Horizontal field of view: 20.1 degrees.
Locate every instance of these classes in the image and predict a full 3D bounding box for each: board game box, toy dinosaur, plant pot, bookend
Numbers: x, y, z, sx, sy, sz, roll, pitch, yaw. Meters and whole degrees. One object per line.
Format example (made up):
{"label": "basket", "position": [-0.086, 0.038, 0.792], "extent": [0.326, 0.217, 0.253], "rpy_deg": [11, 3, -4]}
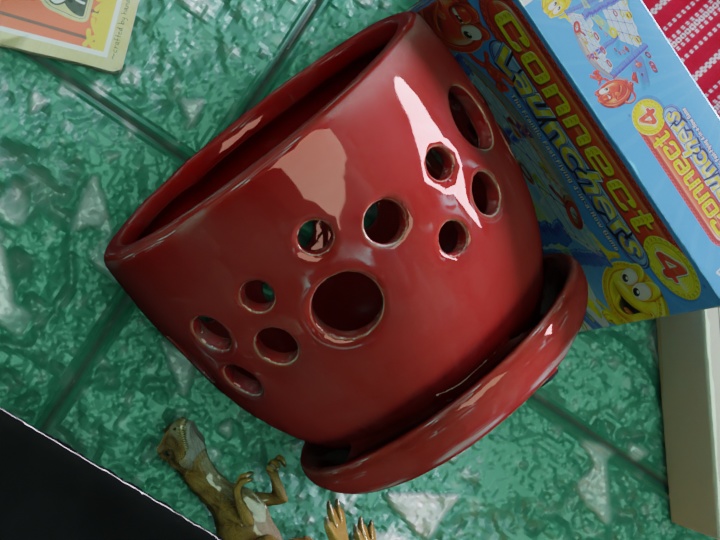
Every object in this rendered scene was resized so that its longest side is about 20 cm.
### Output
{"label": "board game box", "position": [0.105, -0.068, 1.045], "extent": [0.056, 0.196, 0.200], "rpy_deg": [-37, 96, -19]}
{"label": "toy dinosaur", "position": [-0.045, 0.166, 1.080], "extent": [0.106, 0.060, 0.201], "rpy_deg": [-19, 91, 19]}
{"label": "plant pot", "position": [0.000, 0.000, 1.018], "extent": [0.200, 0.200, 0.183], "rpy_deg": [-39, 100, -13]}
{"label": "bookend", "position": [-0.167, 0.127, 0.990], "extent": [0.198, 0.200, 0.092], "rpy_deg": [35, 79, -28]}

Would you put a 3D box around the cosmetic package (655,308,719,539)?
{"label": "cosmetic package", "position": [0.223, 0.041, 1.128], "extent": [0.103, 0.073, 0.201], "rpy_deg": [-4, 93, -14]}

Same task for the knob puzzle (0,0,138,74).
{"label": "knob puzzle", "position": [-0.200, -0.215, 1.061], "extent": [0.218, 0.030, 0.221], "rpy_deg": [1, 88, -14]}

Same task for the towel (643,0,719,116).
{"label": "towel", "position": [0.156, -0.155, 1.112], "extent": [0.145, 0.023, 0.200], "rpy_deg": [-41, 71, -12]}
